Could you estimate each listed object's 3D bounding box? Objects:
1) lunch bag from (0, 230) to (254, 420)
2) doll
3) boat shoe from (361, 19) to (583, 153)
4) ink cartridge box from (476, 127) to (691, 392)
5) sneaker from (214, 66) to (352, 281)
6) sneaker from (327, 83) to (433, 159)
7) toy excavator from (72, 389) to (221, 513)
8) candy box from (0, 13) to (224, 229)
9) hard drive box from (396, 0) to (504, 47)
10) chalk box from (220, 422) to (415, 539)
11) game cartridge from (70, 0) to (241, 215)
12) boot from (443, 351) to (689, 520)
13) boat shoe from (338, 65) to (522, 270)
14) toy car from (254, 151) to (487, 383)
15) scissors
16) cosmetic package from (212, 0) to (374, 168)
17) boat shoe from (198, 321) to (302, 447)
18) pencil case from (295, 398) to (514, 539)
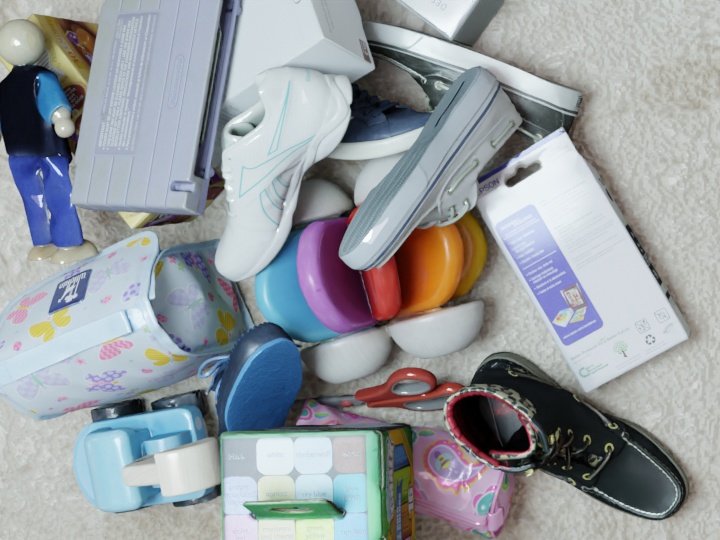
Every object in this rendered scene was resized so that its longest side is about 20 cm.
[{"bbox_3d":[-0.207,0.047,1.196,0.169,0.200,0.127,-23,87,19],"label":"lunch bag"},{"bbox_3d":[-0.272,-0.108,1.163,0.136,0.048,0.200,7,111,46],"label":"doll"},{"bbox_3d":[0.081,-0.152,1.154,0.200,0.071,0.064,23,100,13],"label":"boat shoe"},{"bbox_3d":[0.178,-0.010,1.146,0.099,0.039,0.200,-30,90,19],"label":"ink cartridge box"},{"bbox_3d":[-0.082,-0.079,1.102,0.080,0.070,0.200,13,123,-26],"label":"sneaker"},{"bbox_3d":[-0.024,-0.142,1.167,0.200,0.075,0.085,5,108,30],"label":"sneaker"},{"bbox_3d":[-0.179,0.167,1.195,0.194,0.200,0.100,-11,92,19],"label":"toy excavator"},{"bbox_3d":[-0.218,-0.130,1.229,0.056,0.117,0.200,-42,81,17],"label":"candy box"},{"bbox_3d":[0.080,-0.310,1.138,0.156,0.077,0.200,39,104,12],"label":"hard drive box"},{"bbox_3d":[-0.033,0.181,1.055,0.125,0.200,0.124,-2,85,11],"label":"chalk box"},{"bbox_3d":[-0.161,-0.144,1.100,0.129,0.038,0.200,4,82,38],"label":"game cartridge"},{"bbox_3d":[0.161,0.145,1.108,0.203,0.154,0.074,35,104,13],"label":"boot"},{"bbox_3d":[0.063,-0.068,1.068,0.067,0.074,0.200,42,70,-15],"label":"boat shoe"},{"bbox_3d":[0.000,0.000,1.151,0.200,0.150,0.175,-16,90,18],"label":"toy car"},{"bbox_3d":[0.002,0.117,1.225,0.200,0.073,0.014,-18,56,38],"label":"scissors"},{"bbox_3d":[-0.098,-0.171,1.130,0.200,0.081,0.113,-31,64,26],"label":"cosmetic package"},{"bbox_3d":[-0.101,0.102,1.165,0.069,0.084,0.200,58,149,29],"label":"boat shoe"},{"bbox_3d":[0.031,0.169,1.188,0.200,0.087,0.088,11,98,15],"label":"pencil case"}]
